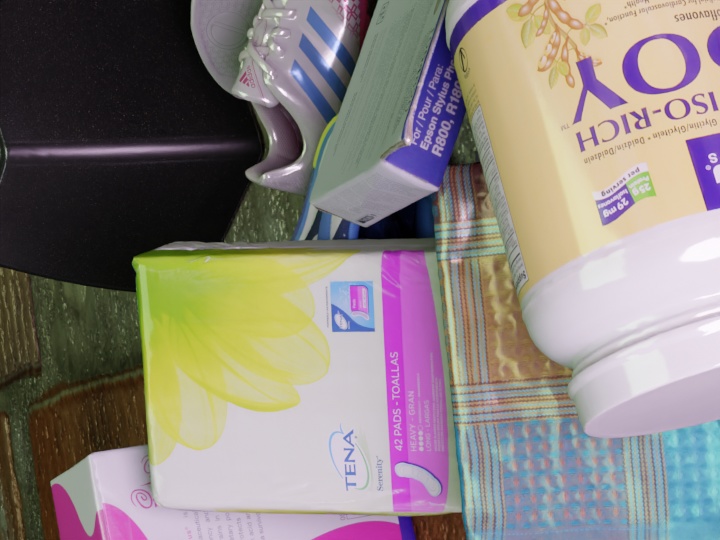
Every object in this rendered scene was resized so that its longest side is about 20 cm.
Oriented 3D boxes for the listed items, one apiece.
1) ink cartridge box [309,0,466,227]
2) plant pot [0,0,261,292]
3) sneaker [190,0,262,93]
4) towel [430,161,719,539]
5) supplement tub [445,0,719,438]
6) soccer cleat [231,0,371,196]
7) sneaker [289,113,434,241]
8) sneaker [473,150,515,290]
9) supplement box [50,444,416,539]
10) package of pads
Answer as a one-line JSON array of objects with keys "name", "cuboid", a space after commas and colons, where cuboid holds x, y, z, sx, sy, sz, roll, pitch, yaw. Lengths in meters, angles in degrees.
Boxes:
[{"name": "ink cartridge box", "cuboid": [0.042, -0.129, 0.986, 0.200, 0.041, 0.200, 156, 133, -76]}, {"name": "plant pot", "cuboid": [-0.206, -0.105, 1.477, 0.200, 0.177, 0.200, -59, 45, 50]}, {"name": "sneaker", "cuboid": [-0.084, -0.222, 1.337, 0.099, 0.071, 0.200, -93, -4, -57]}, {"name": "towel", "cuboid": [0.108, 0.041, 0.945, 0.146, 0.022, 0.200, -7, 89, 25]}, {"name": "supplement tub", "cuboid": [0.126, -0.043, 0.841, 0.145, 0.145, 0.200, -43, 57, 59]}, {"name": "soccer cleat", "cuboid": [-0.038, -0.144, 1.223, 0.070, 0.086, 0.200, 8, 103, 63]}, {"name": "sneaker", "cuboid": [0.000, 0.000, 1.195, 0.082, 0.074, 0.200, 52, 141, 44]}, {"name": "sneaker", "cuboid": [0.086, 0.028, 1.012, 0.071, 0.073, 0.200, -24, 75, 46]}, {"name": "supplement box", "cuboid": [-0.080, 0.156, 1.248, 0.103, 0.200, 0.101, -32, 67, 62]}, {"name": "package of pads", "cuboid": [-0.025, 0.062, 1.131, 0.068, 0.200, 0.155, -36, -56, -73]}]
